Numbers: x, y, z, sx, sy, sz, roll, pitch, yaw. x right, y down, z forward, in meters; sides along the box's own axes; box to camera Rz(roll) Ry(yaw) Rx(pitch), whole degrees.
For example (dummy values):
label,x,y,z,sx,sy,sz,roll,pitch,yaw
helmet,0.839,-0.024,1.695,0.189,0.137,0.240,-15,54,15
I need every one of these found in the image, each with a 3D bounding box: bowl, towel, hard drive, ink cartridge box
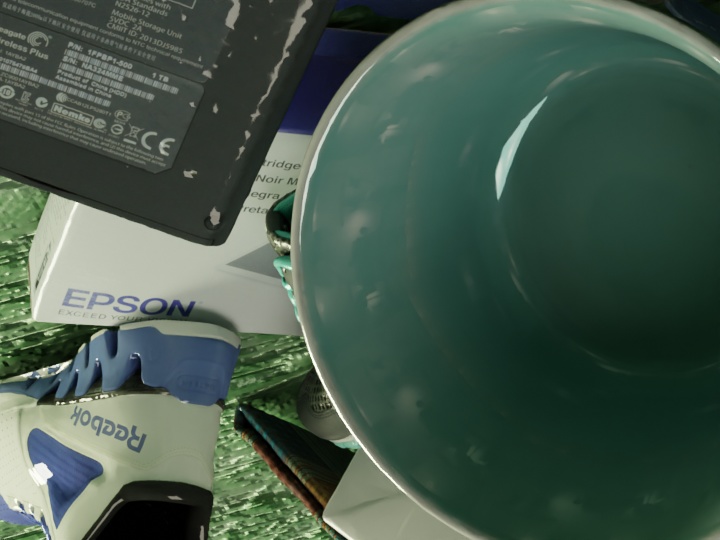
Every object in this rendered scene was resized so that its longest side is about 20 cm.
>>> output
label,x,y,z,sx,sy,sz,roll,pitch,yaw
bowl,0.087,-0.007,0.878,0.200,0.201,0.105,-35,177,31
towel,0.038,0.136,1.239,0.200,0.147,0.022,28,100,-41
hard drive,-0.075,-0.110,0.855,0.139,0.033,0.201,19,126,-11
ink cartridge box,-0.022,-0.042,1.050,0.198,0.041,0.200,3,143,-19

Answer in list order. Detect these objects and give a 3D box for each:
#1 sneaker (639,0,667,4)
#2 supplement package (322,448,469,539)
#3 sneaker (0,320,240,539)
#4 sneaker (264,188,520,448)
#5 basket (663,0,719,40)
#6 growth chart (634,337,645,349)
label,x,y,z,sx,sy,sz,roll,pitch,yaw
sneaker,0.050,-0.153,0.861,0.199,0.105,0.075,20,137,-35
supplement package,0.102,0.104,1.150,0.200,0.120,0.122,21,99,-56
sneaker,-0.123,0.103,1.138,0.080,0.116,0.199,13,155,-29
sneaker,0.000,0.000,1.034,0.091,0.078,0.200,23,141,-6
basket,0.235,-0.111,0.954,0.200,0.139,0.176,37,132,-4
growth chart,0.157,0.074,1.028,0.199,0.018,0.146,-2,109,-49
